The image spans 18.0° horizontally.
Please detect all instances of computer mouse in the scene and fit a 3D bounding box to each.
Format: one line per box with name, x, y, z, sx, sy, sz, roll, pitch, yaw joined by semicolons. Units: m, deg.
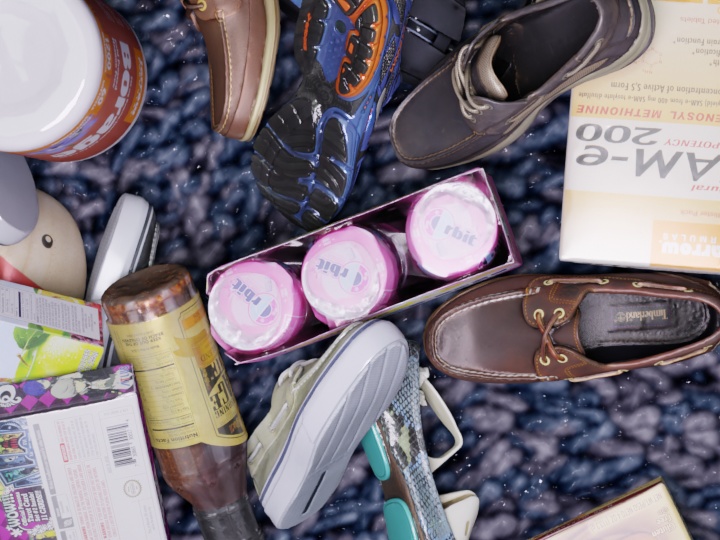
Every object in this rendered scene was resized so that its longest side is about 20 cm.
computer mouse;0.040;-0.190;1.503;0.199;0.046;0.141;36;95;6

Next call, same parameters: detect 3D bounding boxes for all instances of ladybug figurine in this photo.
ladybug figurine;-0.267;0.032;1.520;0.135;0.072;0.201;36;96;11

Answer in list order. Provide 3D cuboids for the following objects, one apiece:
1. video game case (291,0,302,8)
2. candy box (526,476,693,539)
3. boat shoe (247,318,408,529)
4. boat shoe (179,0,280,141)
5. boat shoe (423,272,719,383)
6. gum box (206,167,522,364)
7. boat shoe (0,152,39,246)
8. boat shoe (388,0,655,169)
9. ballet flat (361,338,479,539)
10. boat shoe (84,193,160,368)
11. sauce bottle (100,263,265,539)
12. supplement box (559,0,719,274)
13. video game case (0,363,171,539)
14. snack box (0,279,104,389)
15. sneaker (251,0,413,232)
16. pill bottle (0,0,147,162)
video game case;-0.049;-0.297;1.476;0.200;0.045;0.181;42;64;5
candy box;0.188;0.249;1.478;0.115;0.055;0.201;-26;86;7
boat shoe;-0.031;0.091;1.453;0.062;0.072;0.200;49;137;19
boat shoe;-0.092;-0.185;1.498;0.067;0.072;0.202;2;84;-19
boat shoe;0.139;0.035;1.470;0.198;0.070;0.071;-9;96;2
gum box;0.000;0.000;1.473;0.199;0.113;0.067;-21;87;6
boat shoe;-0.267;-0.082;1.502;0.057;0.069;0.201;-40;51;16
boat shoe;0.089;-0.128;1.430;0.199;0.073;0.075;-34;73;29
ballet flat;0.042;0.138;1.494;0.074;0.074;0.201;-16;91;6
boat shoe;-0.154;0.051;1.521;0.070;0.072;0.202;11;96;-9
sauce bottle;-0.109;0.097;1.475;0.066;0.066;0.201;-16;110;6
supplement box;0.197;-0.100;1.471;0.125;0.074;0.202;4;90;7
video game case;-0.217;0.157;1.463;0.180;0.036;0.201;-10;129;-3
snack box;-0.263;0.095;1.465;0.141;0.053;0.201;15;122;-18
sneaker;-0.009;-0.109;1.473;0.075;0.078;0.201;37;128;18
pill bottle;-0.198;-0.127;1.454;0.111;0.200;0.113;0;90;7
